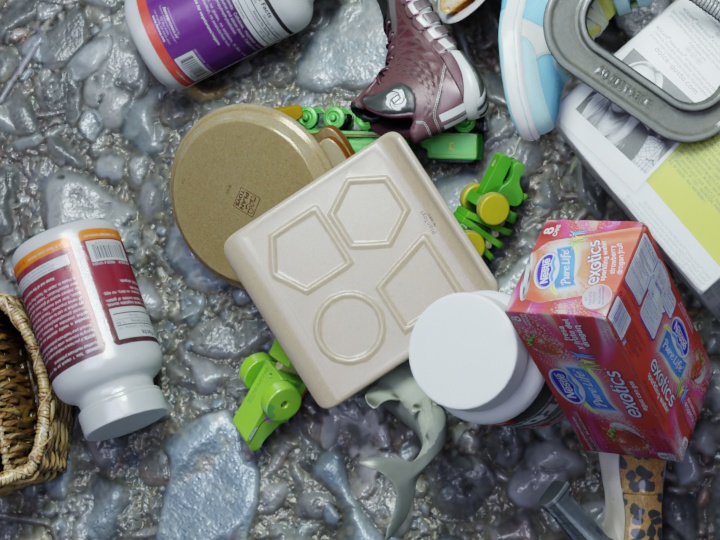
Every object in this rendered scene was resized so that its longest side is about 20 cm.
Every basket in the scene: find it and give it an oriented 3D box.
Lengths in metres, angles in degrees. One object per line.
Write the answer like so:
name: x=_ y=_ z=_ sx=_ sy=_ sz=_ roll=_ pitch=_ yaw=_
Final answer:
basket: x=-0.380 y=0.122 z=1.496 sx=0.142 sy=0.149 sz=0.201 roll=-16 pitch=77 yaw=15

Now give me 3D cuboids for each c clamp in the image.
c clamp: x=0.234 y=-0.205 z=1.167 sx=0.200 sy=0.027 sz=0.171 roll=40 pitch=88 yaw=-4

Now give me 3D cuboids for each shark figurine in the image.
shark figurine: x=0.050 y=0.150 z=1.380 sx=0.127 sy=0.215 sz=0.090 roll=-9 pitch=123 yaw=-7

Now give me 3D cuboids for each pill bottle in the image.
pill bottle: x=-0.126 y=-0.267 z=1.484 sx=0.199 sy=0.112 sz=0.113 roll=-25 pitch=76 yaw=13
pill bottle: x=-0.263 y=0.060 z=1.485 sx=0.112 sy=0.113 sz=0.201 roll=-25 pitch=76 yaw=13
pill bottle: x=0.122 y=0.079 z=1.308 sx=0.113 sy=0.200 sz=0.115 roll=-3 pitch=82 yaw=24

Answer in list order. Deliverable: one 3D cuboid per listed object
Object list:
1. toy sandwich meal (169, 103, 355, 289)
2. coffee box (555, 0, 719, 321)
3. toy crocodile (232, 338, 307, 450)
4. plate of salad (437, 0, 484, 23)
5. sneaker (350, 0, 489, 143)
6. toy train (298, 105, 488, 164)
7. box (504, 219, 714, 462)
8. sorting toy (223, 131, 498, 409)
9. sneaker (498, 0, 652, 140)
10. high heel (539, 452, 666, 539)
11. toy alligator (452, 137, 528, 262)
toy sandwich meal: x=-0.090 y=-0.076 z=1.463 sx=0.204 sy=0.070 sz=0.207 roll=7 pitch=108 yaw=22
coffee box: x=0.310 y=-0.103 z=1.277 sx=0.198 sy=0.200 sz=0.200 roll=-41 pitch=72 yaw=8
toy crocodile: x=-0.062 y=0.082 z=1.444 sx=0.067 sy=0.062 sz=0.201 roll=39 pitch=105 yaw=50
plate of salad: x=0.119 y=-0.322 z=1.382 sx=0.048 sy=0.200 sz=0.201 roll=26 pitch=92 yaw=-18
sneaker: x=0.028 y=-0.200 z=1.421 sx=0.115 sy=0.076 sz=0.201 roll=-31 pitch=58 yaw=-1
toy train: x=0.026 y=-0.130 z=1.457 sx=0.199 sy=0.042 sz=0.057 roll=2 pitch=94 yaw=18
box: x=0.209 y=0.060 z=1.237 sx=0.095 sy=0.200 sz=0.100 roll=4 pitch=52 yaw=37
sorting toy: x=0.000 y=0.000 z=1.383 sx=0.199 sy=0.036 sz=0.186 roll=-33 pitch=82 yaw=4
sneaker: x=0.182 y=-0.203 z=1.206 sx=0.130 sy=0.080 sz=0.201 roll=-2 pitch=72 yaw=19
high heel: x=0.269 y=0.190 z=1.341 sx=0.200 sy=0.071 sz=0.143 roll=-44 pitch=101 yaw=-9
toy alligator: x=0.129 y=-0.063 z=1.409 sx=0.054 sy=0.059 sz=0.201 roll=31 pitch=94 yaw=-21
